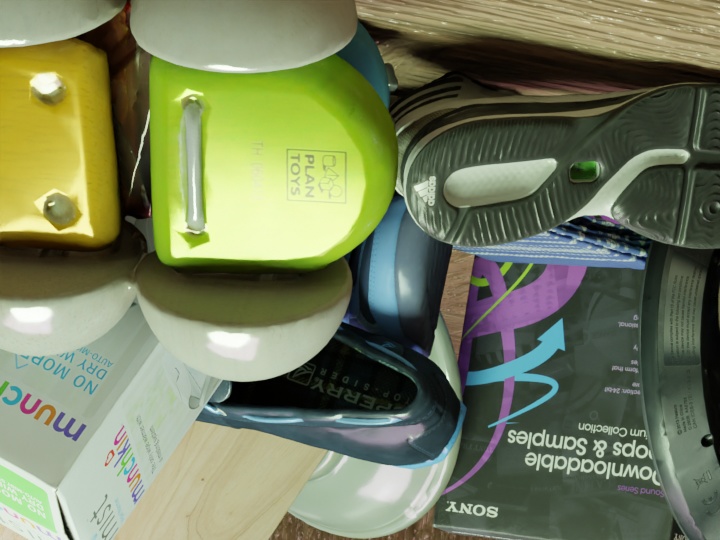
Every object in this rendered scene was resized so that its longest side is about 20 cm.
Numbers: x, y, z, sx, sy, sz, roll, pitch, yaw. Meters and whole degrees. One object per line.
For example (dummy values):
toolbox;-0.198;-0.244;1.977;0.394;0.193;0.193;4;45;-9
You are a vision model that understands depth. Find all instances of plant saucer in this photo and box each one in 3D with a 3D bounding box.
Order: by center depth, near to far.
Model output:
plant saucer;-0.034;0.058;1.415;0.200;0.201;0.050;1;-164;44

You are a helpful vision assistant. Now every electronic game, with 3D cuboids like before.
electronic game;0.190;0.052;1.328;0.042;0.201;0.200;-5;167;30

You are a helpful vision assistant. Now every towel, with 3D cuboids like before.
towel;0.043;-0.032;1.303;0.200;0.024;0.145;15;172;-39

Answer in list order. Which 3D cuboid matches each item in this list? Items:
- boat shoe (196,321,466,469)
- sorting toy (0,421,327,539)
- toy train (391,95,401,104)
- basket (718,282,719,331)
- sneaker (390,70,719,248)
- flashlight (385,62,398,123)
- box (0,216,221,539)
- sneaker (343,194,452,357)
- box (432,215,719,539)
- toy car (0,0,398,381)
boat shoe;-0.049;0.031;1.167;0.199;0.084;0.069;9;163;15
sorting toy;-0.128;0.075;1.313;0.198;0.200;0.070;20;-151;-26
toy train;-0.011;-0.073;1.250;0.200;0.034;0.046;4;-177;25
basket;0.284;0.022;1.233;0.200;0.136;0.181;11;134;41
sneaker;0.100;-0.062;1.143;0.200;0.076;0.115;-2;-158;-18
flashlight;-0.045;-0.047;1.174;0.068;0.068;0.200;47;155;-9
box;-0.155;0.000;1.106;0.200;0.177;0.097;28;156;17
sneaker;0.000;0.000;1.228;0.082;0.074;0.200;13;173;-3
box;0.121;0.051;1.393;0.143;0.201;0.036;4;172;30
toy car;-0.076;-0.063;1.002;0.199;0.175;0.150;6;-153;13
